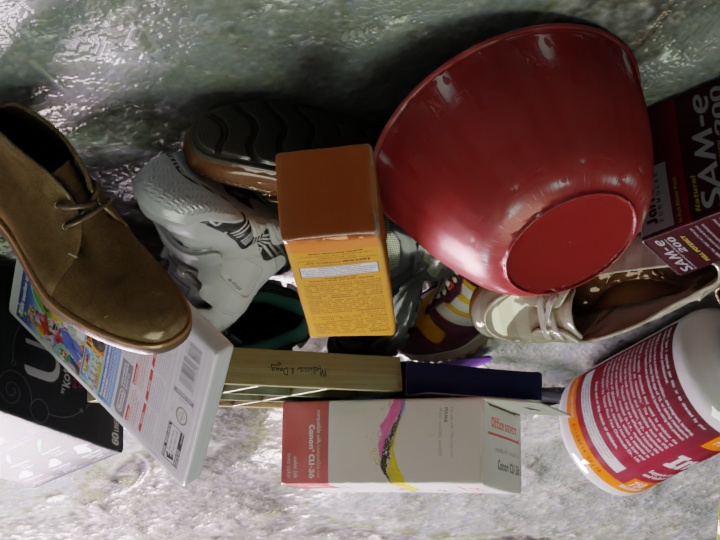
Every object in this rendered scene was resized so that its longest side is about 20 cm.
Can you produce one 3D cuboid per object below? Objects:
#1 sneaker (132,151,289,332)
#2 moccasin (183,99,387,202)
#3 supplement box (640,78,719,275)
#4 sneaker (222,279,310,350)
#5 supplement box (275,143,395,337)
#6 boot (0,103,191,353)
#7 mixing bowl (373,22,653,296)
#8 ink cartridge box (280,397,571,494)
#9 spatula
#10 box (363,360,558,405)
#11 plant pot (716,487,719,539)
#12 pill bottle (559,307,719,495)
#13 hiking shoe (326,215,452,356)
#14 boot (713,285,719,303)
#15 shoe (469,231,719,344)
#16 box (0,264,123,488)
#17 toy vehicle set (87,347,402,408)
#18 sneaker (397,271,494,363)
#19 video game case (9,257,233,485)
[{"bbox_3d":[-0.115,-0.010,1.672,0.115,0.075,0.200,-50,156,12],"label":"sneaker"},{"bbox_3d":[-0.028,-0.071,1.659,0.201,0.074,0.078,0,144,-31],"label":"moccasin"},{"bbox_3d":[0.285,-0.085,1.648,0.200,0.109,0.061,-23,143,27],"label":"supplement box"},{"bbox_3d":[-0.123,0.036,1.804,0.200,0.078,0.091,-6,-179,-16],"label":"sneaker"},{"bbox_3d":[-0.014,-0.015,1.616,0.069,0.067,0.200,-7,159,4],"label":"supplement box"},{"bbox_3d":[-0.186,-0.027,1.581,0.074,0.200,0.075,-37,163,-34],"label":"boot"},{"bbox_3d":[0.118,-0.056,1.610,0.200,0.108,0.200,-17,142,-14],"label":"mixing bowl"},{"bbox_3d":[0.052,0.135,1.842,0.200,0.068,0.116,-2,171,18],"label":"ink cartridge box"},{"bbox_3d":[0.127,0.095,2.047,0.200,0.021,0.057,15,152,-36],"label":"spatula"},{"bbox_3d":[0.058,0.095,1.913,0.121,0.032,0.200,6,171,-26],"label":"box"},{"bbox_3d":[0.427,0.218,2.205,0.200,0.187,0.187,5,154,11],"label":"plant pot"},{"bbox_3d":[0.267,0.100,1.987,0.113,0.113,0.200,17,144,-37],"label":"pill bottle"},{"bbox_3d":[0.000,0.000,1.807,0.101,0.076,0.200,15,140,-14],"label":"hiking shoe"},{"bbox_3d":[0.344,0.010,1.876,0.200,0.076,0.074,10,148,-30],"label":"boot"},{"bbox_3d":[0.170,0.012,1.735,0.200,0.053,0.070,-16,117,17],"label":"shoe"},{"bbox_3d":[-0.282,0.071,1.809,0.106,0.122,0.200,-24,148,35],"label":"box"},{"bbox_3d":[-0.084,0.080,1.790,0.200,0.027,0.124,5,168,-40],"label":"toy vehicle set"},{"bbox_3d":[0.089,0.005,1.833,0.200,0.075,0.090,-21,127,33],"label":"sneaker"},{"bbox_3d":[-0.170,0.039,1.689,0.018,0.200,0.143,-29,150,-36],"label":"video game case"}]
